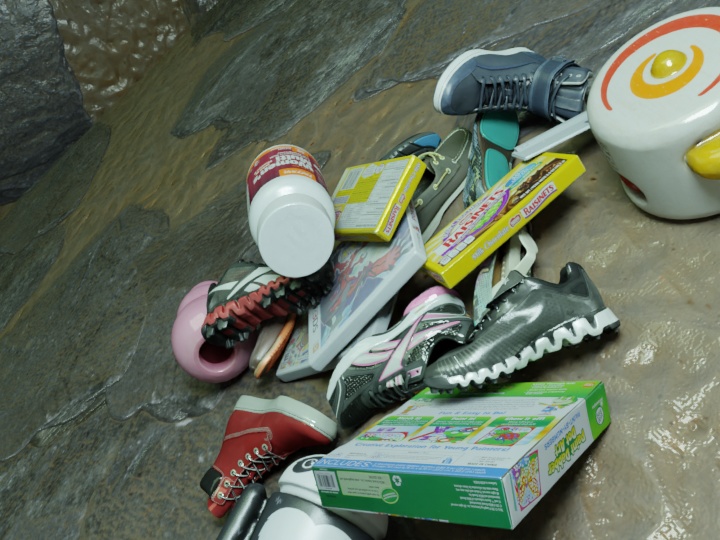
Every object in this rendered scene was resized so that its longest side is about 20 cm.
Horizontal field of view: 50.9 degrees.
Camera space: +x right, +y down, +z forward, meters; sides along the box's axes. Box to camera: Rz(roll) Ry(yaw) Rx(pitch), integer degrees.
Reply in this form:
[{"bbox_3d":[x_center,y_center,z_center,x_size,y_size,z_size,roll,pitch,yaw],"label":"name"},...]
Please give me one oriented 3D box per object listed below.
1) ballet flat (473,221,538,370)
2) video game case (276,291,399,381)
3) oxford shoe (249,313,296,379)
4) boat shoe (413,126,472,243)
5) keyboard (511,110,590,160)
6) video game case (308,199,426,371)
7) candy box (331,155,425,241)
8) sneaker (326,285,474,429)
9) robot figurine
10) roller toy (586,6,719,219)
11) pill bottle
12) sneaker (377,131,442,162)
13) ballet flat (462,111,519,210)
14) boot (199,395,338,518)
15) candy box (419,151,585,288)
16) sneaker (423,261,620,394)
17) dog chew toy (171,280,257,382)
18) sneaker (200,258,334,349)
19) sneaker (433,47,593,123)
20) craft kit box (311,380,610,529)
[{"bbox_3d":[0.161,0.012,0.810,0.071,0.068,0.203,-47,22,42],"label":"ballet flat"},{"bbox_3d":[-0.020,0.046,0.986,0.198,0.023,0.185,-23,38,48],"label":"video game case"},{"bbox_3d":[-0.123,0.059,1.051,0.072,0.071,0.203,120,172,-48],"label":"oxford shoe"},{"bbox_3d":[0.098,-0.123,1.035,0.071,0.060,0.204,9,61,50],"label":"boat shoe"},{"bbox_3d":[0.273,-0.179,0.895,0.196,0.011,0.056,-27,21,1],"label":"keyboard"},{"bbox_3d":[0.000,0.000,0.941,0.200,0.023,0.184,-47,25,23],"label":"video game case"},{"bbox_3d":[0.007,-0.087,0.957,0.104,0.026,0.199,-65,23,-8],"label":"candy box"},{"bbox_3d":[0.047,0.108,0.833,0.200,0.080,0.087,-46,43,9],"label":"sneaker"},{"bbox_3d":[-0.049,0.276,0.708,0.124,0.149,0.203,-17,41,54],"label":"robot figurine"},{"bbox_3d":[0.325,-0.159,0.754,0.180,0.140,0.203,0,54,47],"label":"roller toy"},{"bbox_3d":[-0.088,-0.077,0.950,0.109,0.110,0.201,-38,26,9],"label":"pill bottle"},{"bbox_3d":[0.033,-0.138,1.111,0.199,0.073,0.082,-39,32,8],"label":"sneaker"},{"bbox_3d":[0.164,-0.144,0.989,0.073,0.075,0.203,-18,38,33],"label":"ballet flat"},{"bbox_3d":[-0.113,0.226,0.887,0.198,0.072,0.147,-12,45,51],"label":"boot"},{"bbox_3d":[0.151,-0.061,0.851,0.199,0.027,0.102,-40,17,-6],"label":"candy box"},{"bbox_3d":[0.143,0.051,0.727,0.195,0.093,0.067,-22,-9,-2],"label":"sneaker"},{"bbox_3d":[-0.218,0.077,1.117,0.124,0.125,0.201,-41,25,4],"label":"dog chew toy"},{"bbox_3d":[-0.125,0.020,0.982,0.197,0.071,0.100,-26,54,18],"label":"sneaker"},{"bbox_3d":[0.200,-0.223,0.947,0.199,0.079,0.146,-24,43,-30],"label":"sneaker"},{"bbox_3d":[0.090,0.152,0.666,0.197,0.050,0.196,-9,11,42],"label":"craft kit box"}]
